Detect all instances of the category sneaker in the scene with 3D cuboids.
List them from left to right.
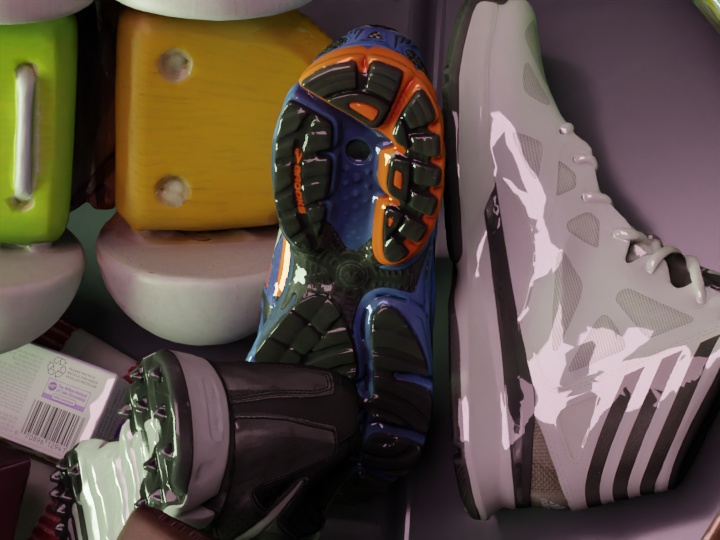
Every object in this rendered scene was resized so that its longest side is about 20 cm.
[{"bbox_3d":[-0.052,0.078,0.941,0.090,0.200,0.067,-3,70,-21],"label":"sneaker"},{"bbox_3d":[0.000,0.000,0.971,0.075,0.079,0.201,13,121,2],"label":"sneaker"},{"bbox_3d":[0.089,-0.009,0.987,0.115,0.076,0.201,-3,75,6],"label":"sneaker"}]

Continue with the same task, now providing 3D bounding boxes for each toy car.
[{"bbox_3d":[-0.108,-0.070,1.019,0.199,0.176,0.150,-3,25,-16],"label":"toy car"}]

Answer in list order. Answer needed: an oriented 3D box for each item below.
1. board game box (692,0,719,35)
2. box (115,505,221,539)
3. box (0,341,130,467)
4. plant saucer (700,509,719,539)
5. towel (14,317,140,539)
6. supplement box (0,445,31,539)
[{"bbox_3d":[0.162,-0.125,0.945,0.105,0.103,0.200,-38,78,5],"label":"board game box"},{"bbox_3d":[-0.012,0.201,0.878,0.166,0.200,0.165,27,85,25],"label":"box"},{"bbox_3d":[-0.178,0.033,1.053,0.199,0.039,0.042,18,77,22],"label":"box"},{"bbox_3d":[0.204,0.142,0.908,0.199,0.035,0.201,-6,72,18],"label":"plant saucer"},{"bbox_3d":[-0.145,0.086,1.059,0.200,0.023,0.144,27,83,23],"label":"towel"},{"bbox_3d":[-0.236,0.096,1.016,0.199,0.086,0.111,19,102,25],"label":"supplement box"}]
